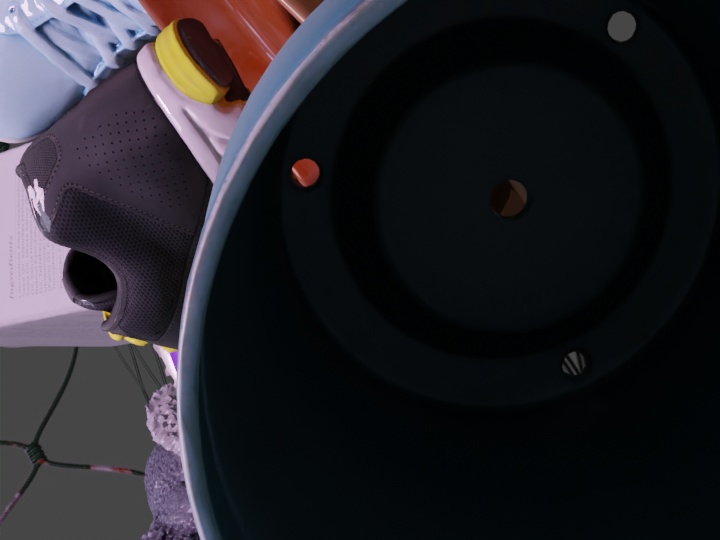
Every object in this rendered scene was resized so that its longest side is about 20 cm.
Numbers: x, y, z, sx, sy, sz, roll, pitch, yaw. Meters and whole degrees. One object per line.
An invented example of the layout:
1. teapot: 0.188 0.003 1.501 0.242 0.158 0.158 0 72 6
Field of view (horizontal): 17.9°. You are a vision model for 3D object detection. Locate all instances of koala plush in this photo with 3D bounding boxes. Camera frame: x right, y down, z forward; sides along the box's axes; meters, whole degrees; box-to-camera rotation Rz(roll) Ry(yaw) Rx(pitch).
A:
1. koala plush: -0.122 0.198 1.856 0.178 0.183 0.200 75 175 -46

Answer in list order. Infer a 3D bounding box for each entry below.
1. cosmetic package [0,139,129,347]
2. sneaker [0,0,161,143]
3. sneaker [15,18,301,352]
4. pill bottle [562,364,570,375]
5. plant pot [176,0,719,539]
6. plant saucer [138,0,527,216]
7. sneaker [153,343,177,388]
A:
1. cosmetic package: -0.099 -0.011 0.915 0.200 0.101 0.072 -11 79 56
2. sneaker: -0.083 -0.116 0.832 0.074 0.200 0.082 33 -159 -24
3. sneaker: -0.054 -0.004 0.766 0.075 0.084 0.200 63 179 40
4. pill bottle: 0.032 0.071 0.964 0.113 0.112 0.200 64 168 -7
5. plant pot: 0.052 -0.001 0.546 0.188 0.199 0.201 -114 1 -74
6. plant saucer: -0.010 -0.061 0.724 0.200 0.032 0.200 44 172 8
7. sneaker: -0.041 -0.037 0.981 0.099 0.069 0.201 165 113 -66
